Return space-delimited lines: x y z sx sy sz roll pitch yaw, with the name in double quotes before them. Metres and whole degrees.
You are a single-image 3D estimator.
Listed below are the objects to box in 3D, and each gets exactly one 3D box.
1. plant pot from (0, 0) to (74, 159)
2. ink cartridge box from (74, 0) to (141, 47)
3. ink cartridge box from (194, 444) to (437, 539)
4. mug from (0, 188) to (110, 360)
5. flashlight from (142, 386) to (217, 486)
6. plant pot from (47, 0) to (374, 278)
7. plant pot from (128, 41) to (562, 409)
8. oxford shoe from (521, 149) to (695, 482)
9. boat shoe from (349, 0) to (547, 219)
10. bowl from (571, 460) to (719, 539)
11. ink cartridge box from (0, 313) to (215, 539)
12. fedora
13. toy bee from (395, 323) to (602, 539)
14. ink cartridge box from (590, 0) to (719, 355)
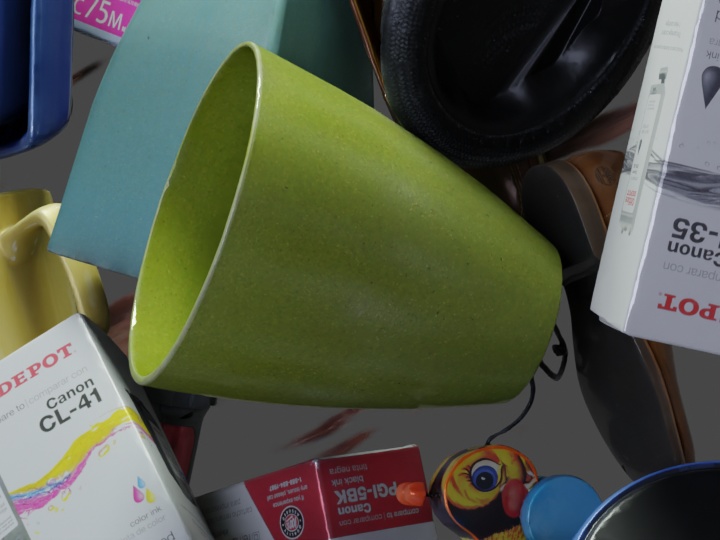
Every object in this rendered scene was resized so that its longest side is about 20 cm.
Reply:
"plant pot" -0.289 -0.166 1.387 0.200 0.178 0.202 175 96 -68
"ink cartridge box" -0.127 -0.241 1.390 0.119 0.042 0.202 23 100 32
"ink cartridge box" -0.018 0.218 1.252 0.146 0.082 0.202 -23 75 50
"mug" -0.247 0.041 1.390 0.148 0.187 0.154 -20 84 -14
"flashlight" -0.134 0.142 1.360 0.068 0.067 0.202 28 109 55
"plant pot" -0.077 -0.088 1.294 0.140 0.141 0.202 14 93 33
"plant pot" 0.000 0.000 1.136 0.187 0.198 0.189 -161 90 -73
"oxford shoe" 0.156 0.028 1.178 0.071 0.071 0.202 -8 100 59
"boat shoe" 0.046 -0.098 1.251 0.072 0.067 0.201 -35 70 28
"bowl" 0.192 0.183 1.077 0.200 0.200 0.040 39 149 28
"ink cartridge box" -0.176 0.151 1.258 0.147 0.086 0.201 -31 61 0
"fedora" 0.078 -0.160 1.180 0.092 0.199 0.202 39 110 50
"toy bee" 0.077 0.141 1.199 0.131 0.108 0.202 104 151 -62
"ink cartridge box" 0.216 -0.052 1.089 0.145 0.083 0.202 12 96 -7
